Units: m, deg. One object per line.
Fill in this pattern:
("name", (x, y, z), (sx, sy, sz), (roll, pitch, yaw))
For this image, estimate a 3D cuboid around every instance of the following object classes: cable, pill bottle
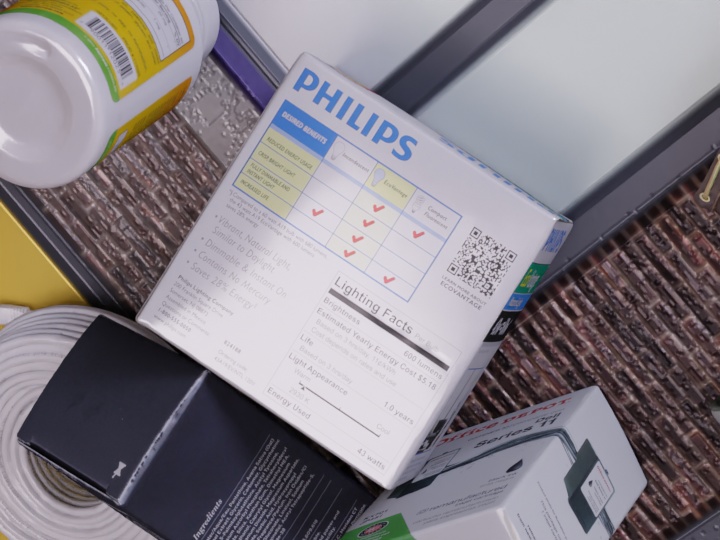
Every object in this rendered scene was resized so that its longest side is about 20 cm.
("cable", (-0.195, 0.121, 1.907), (0.199, 0.069, 0.201), (-5, 109, 26))
("pill bottle", (-0.168, -0.136, 1.706), (0.110, 0.200, 0.112), (9, 115, 20))

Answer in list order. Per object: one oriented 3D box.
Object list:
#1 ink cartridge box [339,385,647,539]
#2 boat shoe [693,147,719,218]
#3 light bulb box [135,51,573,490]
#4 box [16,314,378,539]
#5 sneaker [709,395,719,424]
("ink cartridge box", (0.082, 0.164, 1.728), (0.146, 0.200, 0.083), (-21, 100, 28))
("boat shoe", (0.250, -0.114, 1.608), (0.059, 0.072, 0.201), (19, 124, 12))
("light bulb box", (0.000, 0.000, 1.696), (0.198, 0.125, 0.201), (33, 95, 7))
("box", (-0.102, 0.136, 1.770), (0.200, 0.105, 0.148), (41, 170, -37))
("sneaker", (0.273, 0.033, 1.661), (0.079, 0.074, 0.201), (27, 120, 17))
